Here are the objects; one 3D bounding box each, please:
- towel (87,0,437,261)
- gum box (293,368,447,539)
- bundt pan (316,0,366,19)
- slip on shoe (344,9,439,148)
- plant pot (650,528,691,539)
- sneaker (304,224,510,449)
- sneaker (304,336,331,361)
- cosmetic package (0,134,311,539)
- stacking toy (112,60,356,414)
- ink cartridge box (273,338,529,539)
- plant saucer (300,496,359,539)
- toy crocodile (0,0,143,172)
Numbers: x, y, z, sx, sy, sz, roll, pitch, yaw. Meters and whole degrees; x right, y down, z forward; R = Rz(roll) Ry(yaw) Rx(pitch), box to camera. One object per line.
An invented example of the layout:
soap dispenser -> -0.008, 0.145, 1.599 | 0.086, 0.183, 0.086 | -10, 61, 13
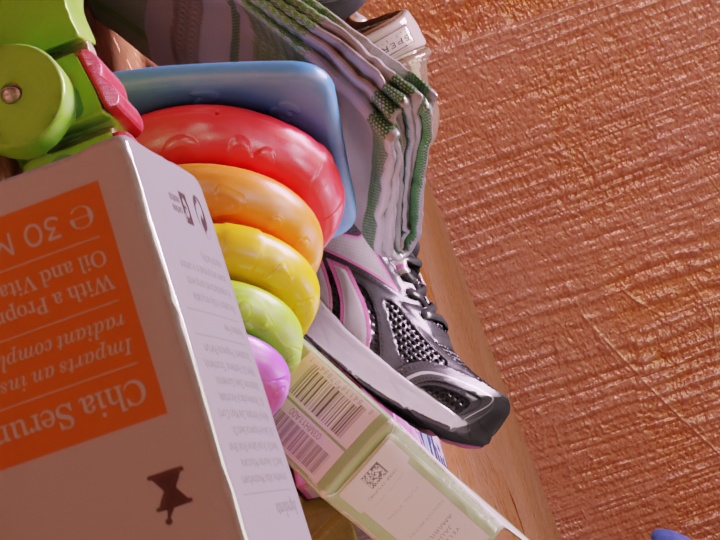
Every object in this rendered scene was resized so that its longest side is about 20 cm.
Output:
towel -> -0.053, -0.092, 0.823 | 0.200, 0.031, 0.149 | 38, -20, 14
gum box -> 0.004, 0.098, 1.112 | 0.200, 0.066, 0.114 | 60, 14, -61
bundt pan -> -0.070, -0.179, 0.862 | 0.076, 0.201, 0.202 | -63, 156, -17
slip on shoe -> -0.007, -0.089, 0.913 | 0.061, 0.076, 0.200 | 62, -14, -12
plant pot -> 0.134, 0.268, 0.997 | 0.201, 0.178, 0.201 | -100, 172, -45
sneaker -> 0.000, 0.000, 0.896 | 0.200, 0.086, 0.080 | 40, -2, 16
sneaker -> -0.061, -0.037, 1.006 | 0.201, 0.079, 0.095 | 65, 18, 8
cosmetic package -> -0.063, 0.082, 0.433 | 0.071, 0.101, 0.202 | 29, 41, -80
stacking toy -> -0.059, 0.026, 0.712 | 0.116, 0.109, 0.201 | 79, 9, -56
ink cartridge box -> 0.011, 0.091, 0.827 | 0.145, 0.048, 0.200 | 38, -7, 46
plant saucer -> -0.013, 0.198, 0.769 | 0.200, 0.048, 0.202 | 31, 41, -81
toy crocodile -> -0.092, -0.019, 0.648 | 0.068, 0.061, 0.202 | 50, 23, -73
